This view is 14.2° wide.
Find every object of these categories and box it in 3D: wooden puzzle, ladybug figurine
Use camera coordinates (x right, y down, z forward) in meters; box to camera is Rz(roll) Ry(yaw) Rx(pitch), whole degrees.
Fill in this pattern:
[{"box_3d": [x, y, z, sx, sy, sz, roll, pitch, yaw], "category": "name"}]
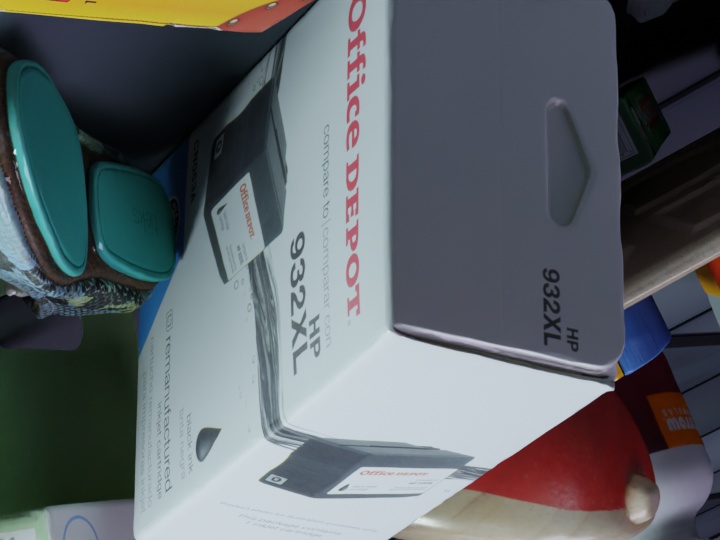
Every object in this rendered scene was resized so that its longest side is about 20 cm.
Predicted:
[{"box_3d": [0.107, -0.003, 1.095, 0.200, 0.046, 0.185, -24, -171, -6], "category": "wooden puzzle"}, {"box_3d": [0.032, 0.063, 1.172, 0.200, 0.072, 0.136, 12, -165, 27], "category": "ladybug figurine"}]

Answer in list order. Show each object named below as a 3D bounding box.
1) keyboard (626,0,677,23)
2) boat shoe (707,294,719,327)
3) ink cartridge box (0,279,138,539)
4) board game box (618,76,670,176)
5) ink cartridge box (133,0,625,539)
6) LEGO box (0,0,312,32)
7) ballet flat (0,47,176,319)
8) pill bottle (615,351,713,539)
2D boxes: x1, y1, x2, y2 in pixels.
[{"box_3d": [0.123, -0.129, 0.991, 0.056, 0.011, 0.200, -27, 168, -4], "category": "keyboard"}, {"box_3d": [0.228, 0.006, 1.568, 0.064, 0.071, 0.200, -21, 165, -3], "category": "boat shoe"}, {"box_3d": [-0.093, 0.087, 1.055, 0.048, 0.200, 0.146, -9, 174, 26], "category": "ink cartridge box"}, {"box_3d": [0.025, -0.018, 1.146, 0.200, 0.029, 0.135, -26, -176, 11], "category": "board game box"}, {"box_3d": [0.000, 0.000, 0.960, 0.084, 0.145, 0.200, 13, 152, -24], "category": "ink cartridge box"}, {"box_3d": [-0.004, -0.131, 0.605, 0.200, 0.077, 0.149, -30, 165, 29], "category": "LEGO box"}, {"box_3d": [-0.112, -0.019, 0.916, 0.074, 0.074, 0.200, -23, 164, 4], "category": "ballet flat"}, {"box_3d": [0.088, 0.067, 1.286, 0.113, 0.200, 0.113, -22, 167, -5], "category": "pill bottle"}]
